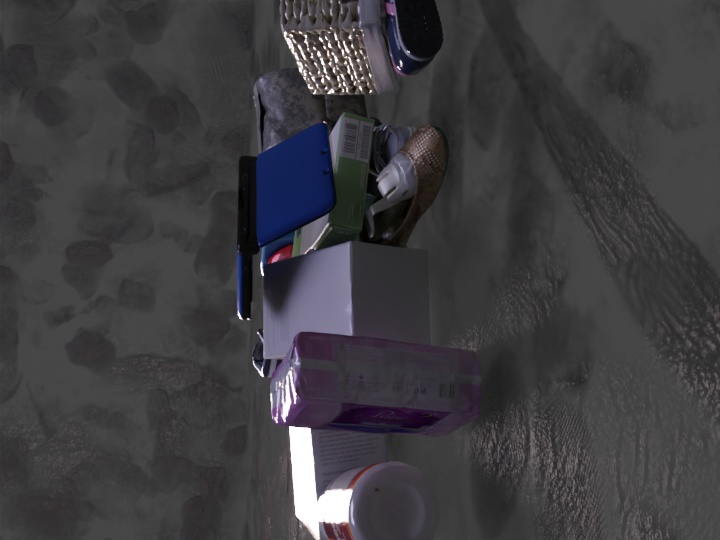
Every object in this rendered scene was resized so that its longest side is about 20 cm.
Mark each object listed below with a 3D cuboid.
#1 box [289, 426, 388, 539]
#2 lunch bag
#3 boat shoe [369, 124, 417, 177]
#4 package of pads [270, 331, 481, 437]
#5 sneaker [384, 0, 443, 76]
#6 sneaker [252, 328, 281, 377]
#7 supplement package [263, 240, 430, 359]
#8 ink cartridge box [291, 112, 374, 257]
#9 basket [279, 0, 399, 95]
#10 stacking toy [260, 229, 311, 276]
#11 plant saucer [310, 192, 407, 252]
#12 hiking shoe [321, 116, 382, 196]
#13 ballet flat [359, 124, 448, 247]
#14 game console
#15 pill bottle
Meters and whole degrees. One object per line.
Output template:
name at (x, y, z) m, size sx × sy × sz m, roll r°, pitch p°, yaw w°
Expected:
box at (-0.032, 0.251, 1.303) m, size 0.152 × 0.104 × 0.204 m, roll -178°, pitch 83°, yaw -74°
lunch bag at (-0.079, -0.212, 1.455) m, size 0.140 × 0.164 × 0.204 m, roll 115°, pitch 153°, yaw -60°
boat shoe at (0.029, -0.149, 1.196) m, size 0.202 × 0.063 × 0.076 m, roll -131°, pitch 44°, yaw -72°
package of pads at (0.013, 0.118, 0.956) m, size 0.121 × 0.196 × 0.077 m, roll 128°, pitch 146°, yaw -64°
sneaker at (0.050, -0.324, 1.100) m, size 0.082 × 0.069 × 0.204 m, roll 134°, pitch 137°, yaw -69°
sneaker at (-0.109, 0.097, 1.458) m, size 0.201 × 0.106 × 0.071 m, roll -92°, pitch 12°, yaw -55°
supplement package at (-0.020, 0.043, 1.147) m, size 0.199 × 0.118 × 0.124 m, roll -11°, pitch 77°, yaw 54°
ink cartridge box at (-0.039, -0.092, 1.209) m, size 0.200 × 0.047 × 0.148 m, roll 135°, pitch 144°, yaw -67°
basket at (-0.024, -0.312, 1.176) m, size 0.200 × 0.121 × 0.138 m, roll 56°, pitch -149°, yaw -73°
stacking toy at (-0.080, 0.050, 1.399) m, size 0.111 × 0.114 × 0.203 m, roll 101°, pitch 160°, yaw -55°
plant saucer at (0.000, 0.000, 1.249) m, size 0.198 × 0.027 × 0.205 m, roll -8°, pitch 80°, yaw 49°
hiking shoe at (-0.018, -0.113, 1.326) m, size 0.076 × 0.099 × 0.205 m, roll 174°, pitch 97°, yaw -78°
ballet flat at (0.044, -0.084, 1.087) m, size 0.071 × 0.064 × 0.201 m, roll 55°, pitch 148°, yaw 26°
game console at (-0.096, -0.063, 1.178) m, size 0.202 × 0.116 × 0.173 m, roll -97°, pitch 10°, yaw -52°
pill bottle at (0.013, 0.288, 1.125) m, size 0.200 × 0.107 × 0.112 m, roll 138°, pitch 131°, yaw -68°
